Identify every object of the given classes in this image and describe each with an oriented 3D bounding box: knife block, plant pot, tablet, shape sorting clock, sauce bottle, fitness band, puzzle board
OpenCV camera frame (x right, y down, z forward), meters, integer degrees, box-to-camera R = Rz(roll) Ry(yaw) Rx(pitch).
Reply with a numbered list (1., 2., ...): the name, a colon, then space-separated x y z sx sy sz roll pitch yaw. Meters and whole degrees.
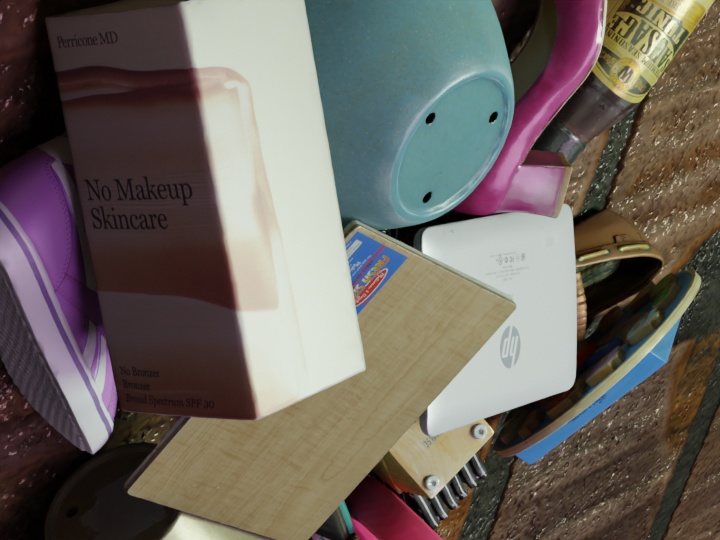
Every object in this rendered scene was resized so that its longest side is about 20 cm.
1. knife block: 0.010 0.092 1.373 0.064 0.175 0.200 -44 104 -14
2. plant pot: 0.004 -0.100 1.078 0.200 0.135 0.201 -34 144 -29
3. plant pot: -0.106 0.202 1.225 0.187 0.187 0.201 -42 134 -17
4. tablet: 0.092 0.029 1.315 0.200 0.014 0.131 -11 101 -55
5. shape sorting clock: 0.174 0.067 1.497 0.200 0.039 0.200 -43 -173 6
6. sauce bottle: 0.169 -0.140 1.326 0.201 0.066 0.066 -56 149 4
7. fitness band: 0.040 0.204 1.400 0.037 0.144 0.200 -44 -177 -9
8. puzzle board: -0.022 0.066 1.127 0.200 0.017 0.150 -49 138 14

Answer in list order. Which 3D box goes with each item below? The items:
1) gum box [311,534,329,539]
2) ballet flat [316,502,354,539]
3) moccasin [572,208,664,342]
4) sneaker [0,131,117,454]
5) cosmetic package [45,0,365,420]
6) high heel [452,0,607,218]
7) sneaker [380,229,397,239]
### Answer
1. gum box: 0.018 0.273 1.501 0.066 0.113 0.200 -48 149 -4
2. ballet flat: -0.055 0.109 1.288 0.068 0.068 0.201 -20 131 -8
3. moccasin: 0.139 0.025 1.440 0.201 0.078 0.074 -24 136 -39
4. sneaker: -0.138 0.009 1.064 0.114 0.073 0.201 -40 147 -25
5. cosmetic package: -0.075 -0.036 0.982 0.087 0.103 0.201 -21 105 -47
6. high heel: 0.095 -0.131 1.266 0.095 0.067 0.201 7 111 -9
7. sneaker: 0.000 -0.002 1.202 0.200 0.104 0.060 -42 148 -16
